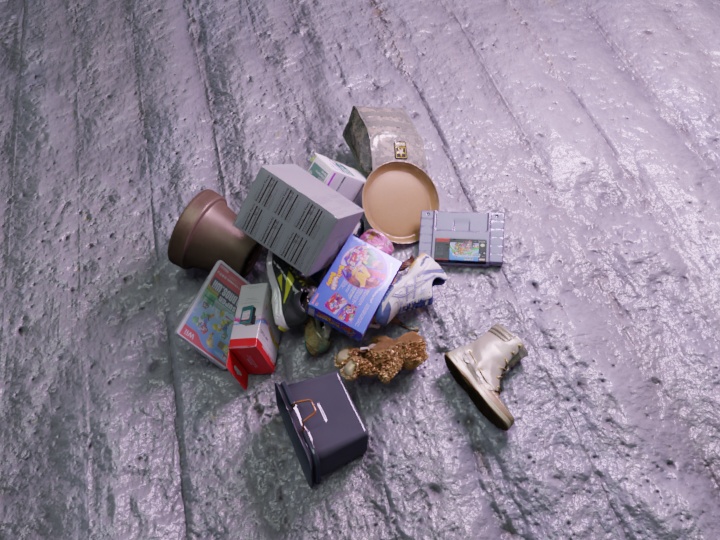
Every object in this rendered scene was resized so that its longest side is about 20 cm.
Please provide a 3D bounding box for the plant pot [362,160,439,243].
[{"bbox_3d":[0.095,-0.162,1.702,0.197,0.027,0.204,3,80,-15],"label":"plant pot"}]

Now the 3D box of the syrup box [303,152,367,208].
[{"bbox_3d":[-0.049,-0.209,1.704,0.079,0.199,0.082,43,107,32],"label":"syrup box"}]

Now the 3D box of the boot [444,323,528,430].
[{"bbox_3d":[0.284,0.210,1.433,0.153,0.073,0.201,-29,55,-14],"label":"boot"}]

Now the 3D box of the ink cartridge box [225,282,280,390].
[{"bbox_3d":[-0.226,0.143,1.531,0.066,0.117,0.202,-5,54,15],"label":"ink cartridge box"}]

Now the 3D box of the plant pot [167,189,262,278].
[{"bbox_3d":[-0.332,-0.064,1.677,0.173,0.201,0.201,29,62,5],"label":"plant pot"}]

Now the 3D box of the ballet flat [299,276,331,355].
[{"bbox_3d":[-0.098,0.092,1.577,0.070,0.071,0.202,-11,57,1],"label":"ballet flat"}]

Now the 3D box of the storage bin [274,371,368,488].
[{"bbox_3d":[-0.075,0.295,1.397,0.133,0.147,0.201,-19,53,-17],"label":"storage bin"}]

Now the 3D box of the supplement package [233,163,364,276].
[{"bbox_3d":[-0.129,-0.114,1.526,0.199,0.191,0.148,34,107,10],"label":"supplement package"}]

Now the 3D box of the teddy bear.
[{"bbox_3d":[0.043,0.187,1.473,0.198,0.068,0.144,-17,20,-31],"label":"teddy bear"}]

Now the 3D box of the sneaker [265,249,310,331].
[{"bbox_3d":[-0.154,0.031,1.555,0.083,0.074,0.203,-11,79,8],"label":"sneaker"}]

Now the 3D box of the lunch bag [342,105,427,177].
[{"bbox_3d":[0.067,-0.316,1.787,0.162,0.118,0.202,-4,52,-29],"label":"lunch bag"}]

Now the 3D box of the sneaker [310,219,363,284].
[{"bbox_3d":[-0.055,-0.053,1.671,0.076,0.076,0.201,24,60,19],"label":"sneaker"}]

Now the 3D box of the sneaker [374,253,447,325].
[{"bbox_3d":[0.113,0.053,1.526,0.088,0.075,0.200,39,68,10],"label":"sneaker"}]

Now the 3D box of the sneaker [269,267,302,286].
[{"bbox_3d":[-0.156,-0.034,1.644,0.071,0.073,0.203,17,79,4],"label":"sneaker"}]

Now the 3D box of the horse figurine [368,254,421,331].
[{"bbox_3d":[0.076,0.057,1.590,0.130,0.050,0.202,6,58,6],"label":"horse figurine"}]

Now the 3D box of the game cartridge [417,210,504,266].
[{"bbox_3d":[0.235,-0.075,1.648,0.196,0.039,0.132,2,65,9],"label":"game cartridge"}]

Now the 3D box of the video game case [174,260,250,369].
[{"bbox_3d":[-0.310,0.098,1.581,0.017,0.143,0.202,-16,40,50],"label":"video game case"}]

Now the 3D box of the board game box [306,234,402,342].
[{"bbox_3d":[-0.011,0.036,1.530,0.133,0.045,0.201,28,61,6],"label":"board game box"}]

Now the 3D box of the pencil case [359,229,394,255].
[{"bbox_3d":[0.000,0.000,1.623,0.082,0.087,0.201,-4,45,49],"label":"pencil case"}]
